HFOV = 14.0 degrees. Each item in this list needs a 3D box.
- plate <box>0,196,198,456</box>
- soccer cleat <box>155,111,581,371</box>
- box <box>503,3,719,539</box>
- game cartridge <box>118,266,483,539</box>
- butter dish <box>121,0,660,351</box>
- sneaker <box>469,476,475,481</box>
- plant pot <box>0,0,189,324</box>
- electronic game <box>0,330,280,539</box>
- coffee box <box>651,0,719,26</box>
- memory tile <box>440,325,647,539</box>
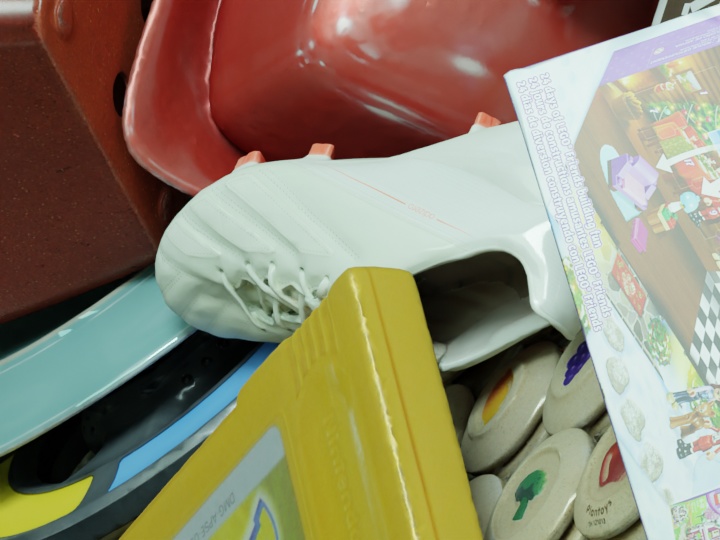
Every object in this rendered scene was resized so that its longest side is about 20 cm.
[{"bbox_3d":[-0.096,0.008,1.112,0.200,0.026,0.200,-34,14,10],"label":"plate"},{"bbox_3d":[0.000,0.000,0.940,0.200,0.069,0.078,-14,48,43],"label":"soccer cleat"},{"bbox_3d":[0.131,0.021,0.771,0.136,0.039,0.201,-18,71,6],"label":"box"},{"bbox_3d":[-0.019,0.123,0.901,0.200,0.032,0.177,-52,45,49],"label":"game cartridge"},{"bbox_3d":[0.048,-0.099,1.000,0.148,0.199,0.201,-20,48,65],"label":"butter dish"},{"bbox_3d":[-0.020,0.080,1.070,0.199,0.074,0.080,-23,38,21],"label":"sneaker"},{"bbox_3d":[-0.152,-0.092,1.056,0.176,0.200,0.200,1,54,20],"label":"plant pot"},{"bbox_3d":[-0.070,0.040,1.083,0.200,0.042,0.200,-35,16,12],"label":"electronic game"},{"bbox_3d":[0.172,-0.110,0.986,0.080,0.113,0.201,5,70,39],"label":"coffee box"},{"bbox_3d":[0.059,0.037,0.903,0.200,0.017,0.154,-33,29,55],"label":"memory tile"}]
